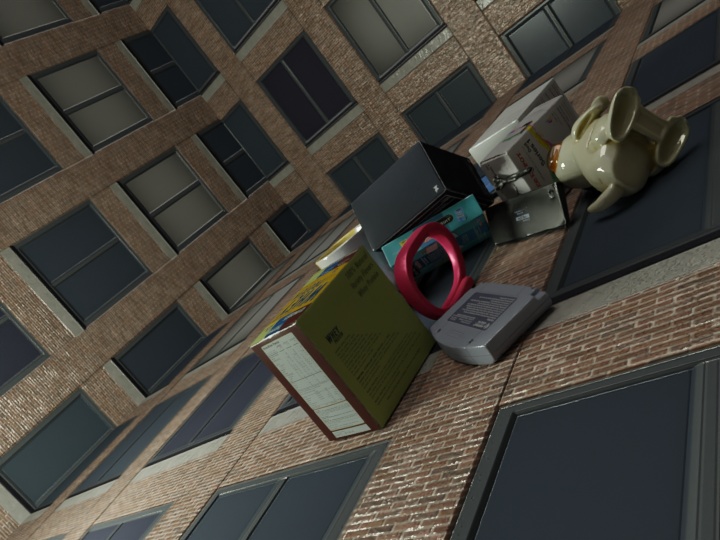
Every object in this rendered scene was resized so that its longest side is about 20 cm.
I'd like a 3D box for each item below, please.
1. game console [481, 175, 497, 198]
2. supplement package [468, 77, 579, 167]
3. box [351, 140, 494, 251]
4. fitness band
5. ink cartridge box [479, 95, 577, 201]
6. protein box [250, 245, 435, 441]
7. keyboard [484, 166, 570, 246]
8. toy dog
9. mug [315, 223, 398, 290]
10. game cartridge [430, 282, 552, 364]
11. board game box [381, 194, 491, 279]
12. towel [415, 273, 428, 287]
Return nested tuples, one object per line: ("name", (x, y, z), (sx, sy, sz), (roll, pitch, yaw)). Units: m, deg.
("game console", (0.329, -0.216, 1.577), (0.199, 0.031, 0.177), (-36, 11, 25))
("supplement package", (0.376, -0.289, 1.381), (0.200, 0.151, 0.151), (-47, 13, -35))
("box", (0.124, -0.136, 1.240), (0.199, 0.124, 0.197), (-39, -23, 30))
("fitness band", (0.128, 0.001, 1.068), (0.037, 0.144, 0.200), (-31, 14, 40))
("ink cartridge box", (0.344, -0.212, 1.190), (0.200, 0.145, 0.084), (-44, 14, -24))
("protein box", (-0.022, 0.114, 0.969), (0.134, 0.201, 0.199), (-27, 16, 45))
("keyboard", (0.288, -0.120, 1.104), (0.020, 0.129, 0.199), (-13, -2, -27))
("toy dog", (0.395, -0.182, 1.006), (0.200, 0.137, 0.197), (-153, 77, -77))
("mug", (0.007, -0.005, 1.319), (0.149, 0.154, 0.187), (-40, 8, -3))
("game cartridge", (0.176, 0.075, 0.898), (0.133, 0.041, 0.200), (-38, 10, -10))
("board game box", (0.154, -0.058, 1.222), (0.198, 0.047, 0.151), (-30, -20, 10))
("towel", (0.059, 0.058, 1.371), (0.199, 0.035, 0.193), (-31, 14, 41))
